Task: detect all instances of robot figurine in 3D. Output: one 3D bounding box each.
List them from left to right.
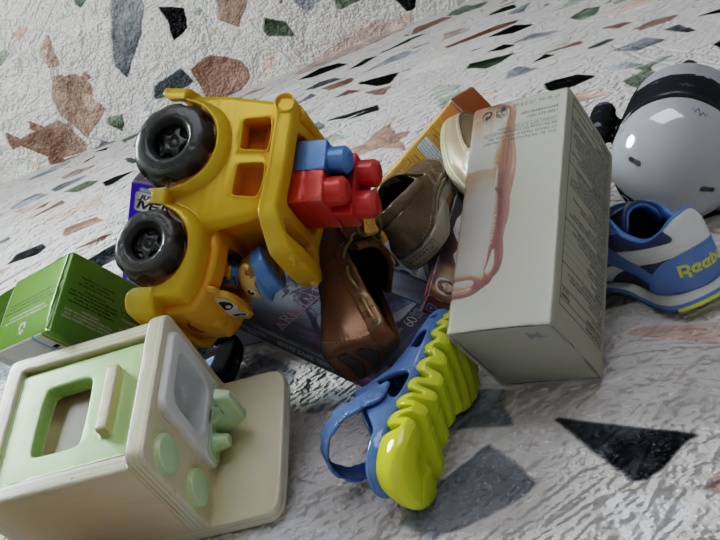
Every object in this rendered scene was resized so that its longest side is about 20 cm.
[{"bbox_3d":[0.312,-0.126,0.898,0.149,0.126,0.200,-20,17,32],"label":"robot figurine"}]

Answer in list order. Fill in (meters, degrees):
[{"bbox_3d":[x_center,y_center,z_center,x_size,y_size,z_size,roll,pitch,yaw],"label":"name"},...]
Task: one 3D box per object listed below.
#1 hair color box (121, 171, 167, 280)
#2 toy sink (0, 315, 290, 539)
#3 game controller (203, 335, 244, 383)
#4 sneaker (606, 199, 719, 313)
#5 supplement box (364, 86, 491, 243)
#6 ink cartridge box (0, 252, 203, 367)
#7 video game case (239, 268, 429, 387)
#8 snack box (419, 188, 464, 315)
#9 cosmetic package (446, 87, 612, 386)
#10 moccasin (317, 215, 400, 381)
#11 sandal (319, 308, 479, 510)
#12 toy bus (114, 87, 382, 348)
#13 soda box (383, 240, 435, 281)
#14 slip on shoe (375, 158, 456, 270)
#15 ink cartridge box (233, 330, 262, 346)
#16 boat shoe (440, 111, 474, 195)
[{"bbox_3d":[-0.221,-0.017,1.021,0.064,0.203,0.110,10,23,-1],"label":"hair color box"},{"bbox_3d":[-0.165,0.123,0.685,0.197,0.113,0.132,-15,45,14],"label":"toy sink"},{"bbox_3d":[-0.168,0.124,0.845,0.103,0.043,0.200,-16,20,11],"label":"game controller"},{"bbox_3d":[0.223,-0.025,0.784,0.073,0.083,0.199,-31,21,-23],"label":"sneaker"},{"bbox_3d":[0.073,-0.108,1.024,0.200,0.069,0.066,-49,-6,37],"label":"supplement box"},{"bbox_3d":[-0.257,0.074,0.827,0.199,0.147,0.077,-22,49,39],"label":"ink cartridge box"},{"bbox_3d":[-0.005,0.039,0.821,0.198,0.019,0.143,22,40,24],"label":"video game case"},{"bbox_3d":[0.109,-0.019,0.854,0.071,0.024,0.201,24,42,-2],"label":"snack box"},{"bbox_3d":[0.135,-0.024,0.709,0.086,0.103,0.202,-9,56,33],"label":"cosmetic package"},{"bbox_3d":[-0.001,-0.001,0.779,0.077,0.074,0.202,-31,31,18],"label":"moccasin"},{"bbox_3d":[0.031,0.092,0.680,0.086,0.080,0.200,-7,23,28],"label":"sandal"},{"bbox_3d":[-0.080,-0.040,0.749,0.189,0.136,0.203,2,70,19],"label":"toy bus"},{"bbox_3d":[0.102,-0.037,0.956,0.068,0.064,0.200,1,30,41],"label":"soda box"},{"bbox_3d":[0.047,-0.070,0.888,0.076,0.060,0.201,-41,17,24],"label":"slip on shoe"},{"bbox_3d":[-0.112,-0.030,0.955,0.135,0.076,0.203,-13,60,39],"label":"ink cartridge box"},{"bbox_3d":[0.132,-0.087,0.862,0.071,0.065,0.202,5,47,-26],"label":"boat shoe"}]
